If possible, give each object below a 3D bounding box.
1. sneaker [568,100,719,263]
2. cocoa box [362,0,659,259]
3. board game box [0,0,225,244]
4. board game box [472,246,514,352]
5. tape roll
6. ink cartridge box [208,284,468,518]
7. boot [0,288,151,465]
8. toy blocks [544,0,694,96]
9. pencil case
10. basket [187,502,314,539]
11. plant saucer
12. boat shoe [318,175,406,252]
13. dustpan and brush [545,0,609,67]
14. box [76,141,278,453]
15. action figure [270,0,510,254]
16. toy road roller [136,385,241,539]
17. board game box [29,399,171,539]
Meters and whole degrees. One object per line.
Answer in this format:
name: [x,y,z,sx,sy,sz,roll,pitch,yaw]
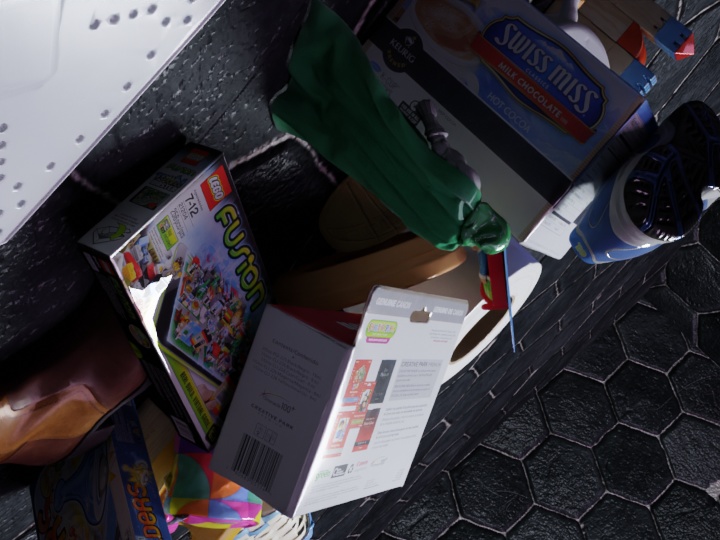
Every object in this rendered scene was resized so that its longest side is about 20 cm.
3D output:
sneaker: [0.217,-0.065,0.684,0.199,0.076,0.077,-28,175,-43]
cocoa box: [0.112,-0.128,0.725,0.132,0.200,0.133,-49,160,13]
board game box: [-0.171,-0.110,0.436,0.200,0.026,0.200,-47,162,3]
board game box: [0.121,-0.022,0.911,0.038,0.204,0.158,-5,177,9]
tape roll: [0.092,0.021,1.085,0.202,0.139,0.203,-39,161,-16]
ink cartridge box: [-0.007,0.086,0.754,0.199,0.083,0.178,12,100,-63]
boot: [-0.246,0.078,0.646,0.198,0.069,0.189,-6,145,-51]
toy blocks: [0.231,-0.201,0.925,0.201,0.137,0.100,-49,161,12]
pencil case: [-0.118,0.115,0.780,0.089,0.087,0.204,65,29,-70]
basket: [-0.131,0.264,1.077,0.138,0.178,0.201,-29,147,-1]
plant saucer: [0.000,0.000,0.874,0.197,0.038,0.200,-18,-175,1]
boat shoe: [0.049,-0.089,0.873,0.199,0.071,0.069,-37,-178,8]
dustpan and brush: [0.186,-0.203,0.857,0.138,0.057,0.203,22,88,-30]
box: [-0.114,0.024,0.667,0.110,0.034,0.202,-48,141,-31]
action figure: [0.026,-0.081,0.641,0.054,0.200,0.119,-31,158,-33]
toy road roller: [-0.152,0.193,0.894,0.123,0.145,0.200,-49,163,-6]
board game box: [-0.209,0.210,0.753,0.034,0.201,0.136,18,119,-39]
